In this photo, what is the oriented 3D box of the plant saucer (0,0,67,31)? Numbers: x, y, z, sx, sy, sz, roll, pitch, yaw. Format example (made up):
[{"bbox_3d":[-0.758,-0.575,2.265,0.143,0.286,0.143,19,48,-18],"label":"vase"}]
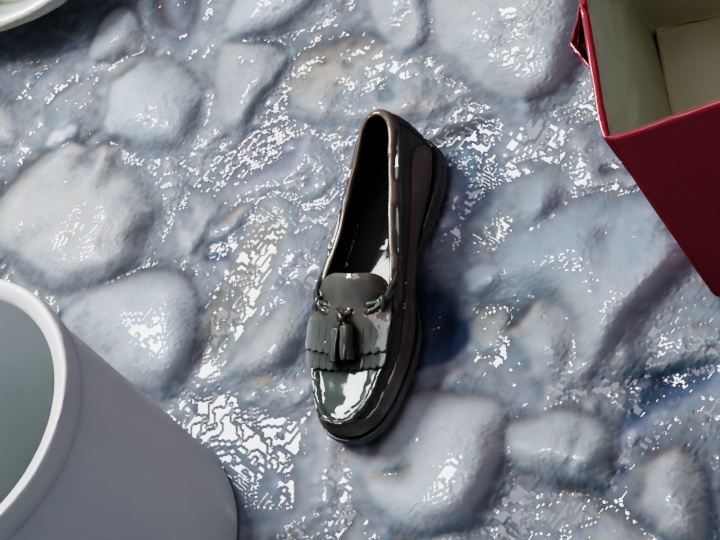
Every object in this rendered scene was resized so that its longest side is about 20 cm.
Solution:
[{"bbox_3d":[-0.239,-0.248,1.499,0.199,0.050,0.201,-14,57,22],"label":"plant saucer"}]

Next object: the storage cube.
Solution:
[{"bbox_3d":[0.224,-0.118,1.075,0.199,0.180,0.172,-19,55,20],"label":"storage cube"}]

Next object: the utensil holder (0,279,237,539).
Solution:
[{"bbox_3d":[-0.182,0.122,1.153,0.169,0.200,0.171,-14,57,23],"label":"utensil holder"}]

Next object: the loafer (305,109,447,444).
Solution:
[{"bbox_3d":[0.000,0.000,1.208,0.071,0.063,0.201,-2,62,29],"label":"loafer"}]
